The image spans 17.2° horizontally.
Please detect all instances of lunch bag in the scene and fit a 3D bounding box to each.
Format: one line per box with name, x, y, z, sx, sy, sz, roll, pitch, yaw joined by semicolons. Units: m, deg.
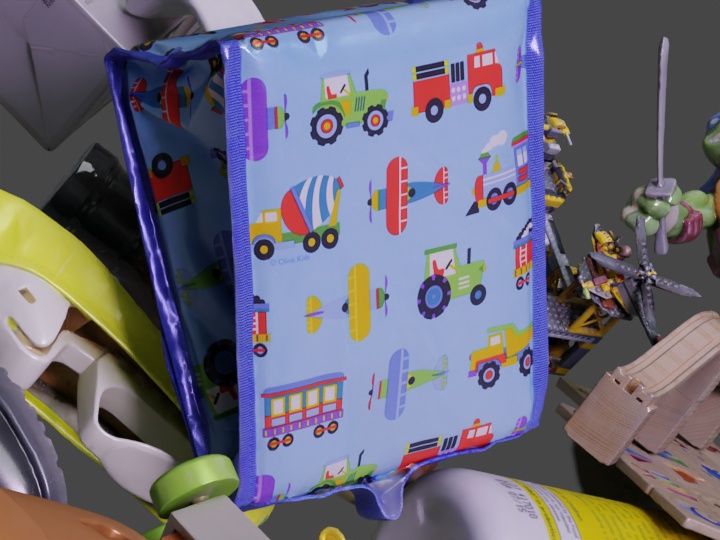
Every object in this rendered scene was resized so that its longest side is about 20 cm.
lunch bag;0.000;0.000;0.929;0.150;0.094;0.201;-13;99;-34

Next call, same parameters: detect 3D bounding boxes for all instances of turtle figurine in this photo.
turtle figurine;0.213;-0.018;1.197;0.143;0.200;0.195;-2;65;-26

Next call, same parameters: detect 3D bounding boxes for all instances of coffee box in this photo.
coffee box;-0.111;-0.158;1.099;0.113;0.080;0.200;46;42;-2

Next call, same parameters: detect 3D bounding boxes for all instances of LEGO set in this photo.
LEGO set;0.059;-0.034;1.111;0.199;0.116;0.154;16;45;-30

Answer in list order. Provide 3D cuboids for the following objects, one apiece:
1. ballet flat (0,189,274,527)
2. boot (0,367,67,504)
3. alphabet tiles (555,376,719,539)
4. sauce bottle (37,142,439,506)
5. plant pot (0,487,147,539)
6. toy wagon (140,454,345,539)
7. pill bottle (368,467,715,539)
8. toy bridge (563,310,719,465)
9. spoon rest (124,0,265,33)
ballet flat;-0.112;0.039;0.953;0.200;0.067;0.067;42;27;-10
boot;-0.222;0.065;0.843;0.165;0.066;0.200;49;37;14
alphabet tiles;0.169;0.102;1.098;0.167;0.008;0.200;23;9;-25
sauce bottle;-0.049;0.022;1.023;0.200;0.066;0.066;42;41;-7
plant pot;-0.135;0.153;0.772;0.140;0.200;0.201;2;56;-59
toy wagon;-0.037;0.144;0.842;0.039;0.200;0.156;-17;69;-21
pill bottle;0.104;0.153;1.017;0.199;0.109;0.110;14;51;-32
toy bridge;0.146;0.051;1.076;0.027;0.067;0.200;40;12;17
spoon rest;-0.046;-0.033;0.973;0.099;0.061;0.201;-10;75;-30
